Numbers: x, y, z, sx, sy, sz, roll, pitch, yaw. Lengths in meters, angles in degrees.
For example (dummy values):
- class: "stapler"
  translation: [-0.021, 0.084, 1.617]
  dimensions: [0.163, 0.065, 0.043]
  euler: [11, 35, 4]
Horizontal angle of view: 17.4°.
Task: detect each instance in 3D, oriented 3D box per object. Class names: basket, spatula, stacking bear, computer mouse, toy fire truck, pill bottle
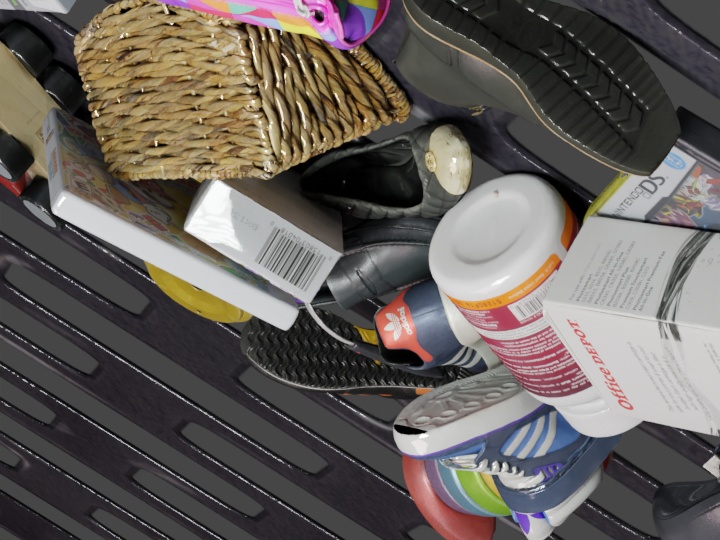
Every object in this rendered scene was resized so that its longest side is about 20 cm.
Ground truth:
- class: "basket"
  translation: [-0.089, -0.152, 1.691]
  dimensions: [0.199, 0.149, 0.143]
  euler: [2, 112, 48]
- class: "spatula"
  translation: [-0.018, 0.045, 1.834]
  dimensions: [0.199, 0.021, 0.056]
  euler: [27, 176, -23]
- class: "stacking bear"
  translation: [0.137, 0.152, 1.994]
  dimensions: [0.113, 0.122, 0.200]
  euler: [32, 149, -26]
- class: "computer mouse"
  translation: [0.304, 0.212, 1.975]
  dimensions: [0.138, 0.053, 0.200]
  euler: [34, 157, -12]
- class: "toy fire truck"
  translation: [-0.323, -0.124, 1.971]
  dimensions: [0.200, 0.129, 0.176]
  euler: [23, 159, 47]
- class: "pill bottle"
  translation: [0.143, 0.030, 1.724]
  dimensions: [0.109, 0.110, 0.200]
  euler: [6, 147, 44]

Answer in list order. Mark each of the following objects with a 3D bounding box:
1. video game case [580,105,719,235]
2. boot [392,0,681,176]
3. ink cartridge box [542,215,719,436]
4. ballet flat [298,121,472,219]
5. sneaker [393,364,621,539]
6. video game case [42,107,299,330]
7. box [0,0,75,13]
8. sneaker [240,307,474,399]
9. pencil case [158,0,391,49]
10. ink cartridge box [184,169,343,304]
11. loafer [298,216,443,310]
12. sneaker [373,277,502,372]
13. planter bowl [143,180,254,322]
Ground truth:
- class: "video game case"
  translation: [0.264, -0.018, 1.591]
  dimensions: [0.199, 0.026, 0.181]
  euler: [31, 157, -2]
- class: "boot"
  translation: [0.110, -0.118, 1.526]
  dimensions: [0.200, 0.077, 0.138]
  euler: [41, 162, 8]
- class: "ink cartridge box"
  translation: [0.244, 0.045, 1.602]
  dimensions: [0.199, 0.085, 0.146]
  euler: [11, 151, 38]
- class: "ballet flat"
  translation: [0.022, -0.066, 1.718]
  dimensions: [0.057, 0.067, 0.200]
  euler: [-6, 176, -29]
- class: "sneaker"
  translation: [0.116, 0.154, 1.827]
  dimensions: [0.080, 0.199, 0.147]
  euler: [10, 114, 47]
- class: "video game case"
  translation: [-0.145, -0.041, 1.765]
  dimensions: [0.199, 0.023, 0.182]
  euler: [27, -164, -20]
- class: "box"
  translation: [-0.318, -0.261, 1.766]
  dimensions: [0.199, 0.041, 0.156]
  euler: [7, 148, 41]
- class: "sneaker"
  translation: [-0.004, 0.080, 1.989]
  dimensions: [0.199, 0.070, 0.090]
  euler: [5, 161, -4]
- class: "pencil case"
  translation: [-0.074, -0.202, 1.543]
  dimensions: [0.199, 0.089, 0.089]
  euler: [16, 153, 30]
- class: "ink cartridge box"
  translation: [-0.071, -0.042, 1.778]
  dimensions: [0.109, 0.050, 0.200]
  euler: [32, -170, -7]
- class: "loafer"
  translation: [0.000, 0.000, 1.851]
  dimensions: [0.200, 0.071, 0.068]
  euler: [-7, 138, 33]
- class: "sneaker"
  translation: [0.057, 0.046, 1.827]
  dimensions: [0.084, 0.075, 0.200]
  euler: [-19, 164, 7]
- class: "planter bowl"
  translation: [-0.121, -0.014, 1.979]
  dimensions: [0.200, 0.084, 0.201]
  euler: [24, 156, 11]
